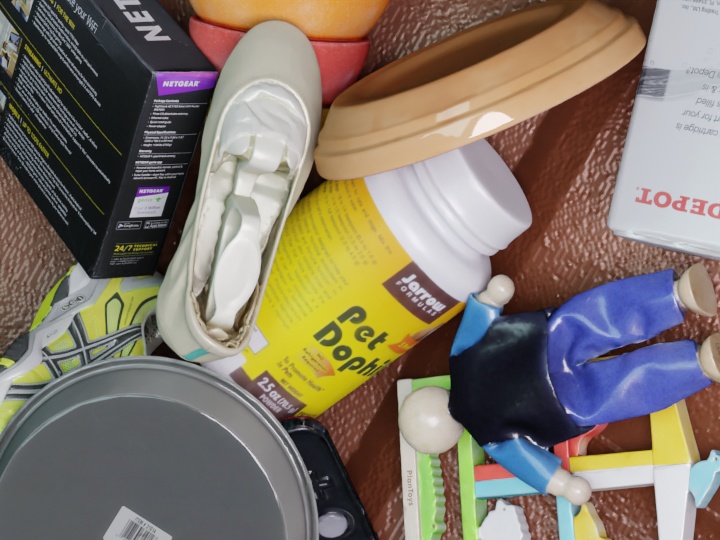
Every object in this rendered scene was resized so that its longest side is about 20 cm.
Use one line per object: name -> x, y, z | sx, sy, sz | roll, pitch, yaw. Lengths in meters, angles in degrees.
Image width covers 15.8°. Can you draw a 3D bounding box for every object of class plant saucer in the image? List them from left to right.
plant saucer -> 0.062, -0.107, 1.450 | 0.199, 0.200, 0.038 | -18, 102, 24

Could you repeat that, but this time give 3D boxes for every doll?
doll -> 0.109, 0.065, 1.460 | 0.199, 0.048, 0.137 | -18, 85, 24

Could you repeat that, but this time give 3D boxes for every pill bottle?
pill bottle -> 0.000, 0.000, 1.514 | 0.200, 0.109, 0.110 | -37, 69, 18

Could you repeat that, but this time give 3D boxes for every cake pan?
cake pan -> -0.124, 0.150, 1.467 | 0.199, 0.037, 0.202 | 1, 99, 5

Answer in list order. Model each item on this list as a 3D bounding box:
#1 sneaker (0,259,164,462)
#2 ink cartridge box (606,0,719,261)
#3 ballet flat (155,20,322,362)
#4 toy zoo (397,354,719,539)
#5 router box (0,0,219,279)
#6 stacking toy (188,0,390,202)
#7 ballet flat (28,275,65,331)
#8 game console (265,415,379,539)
sneaker -> -0.168, 0.068, 1.550 | 0.076, 0.076, 0.201 | 20, 56, 13
ink cartridge box -> 0.233, -0.099, 1.424 | 0.143, 0.084, 0.202 | 13, 88, 27
ballet flat -> -0.062, -0.044, 1.457 | 0.069, 0.069, 0.202 | 14, 88, 27
toy zoo -> 0.117, 0.119, 1.489 | 0.199, 0.020, 0.132 | -8, 80, 25
router box -> -0.171, -0.113, 1.591 | 0.200, 0.051, 0.150 | 50, 131, 39
stacking toy -> -0.054, -0.113, 1.554 | 0.145, 0.146, 0.202 | 14, 101, 27
ballet flat -> -0.193, 0.097, 1.622 | 0.066, 0.067, 0.202 | 3, 85, 30
game console -> -0.086, 0.203, 1.501 | 0.199, 0.173, 0.119 | -18, 39, 7
